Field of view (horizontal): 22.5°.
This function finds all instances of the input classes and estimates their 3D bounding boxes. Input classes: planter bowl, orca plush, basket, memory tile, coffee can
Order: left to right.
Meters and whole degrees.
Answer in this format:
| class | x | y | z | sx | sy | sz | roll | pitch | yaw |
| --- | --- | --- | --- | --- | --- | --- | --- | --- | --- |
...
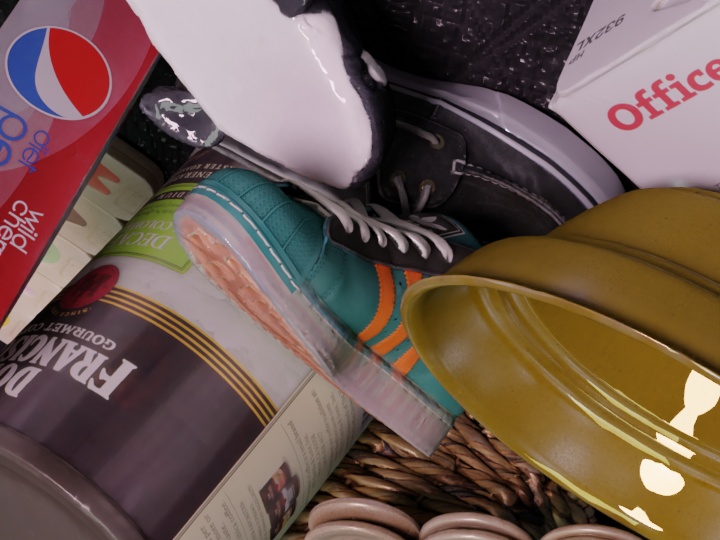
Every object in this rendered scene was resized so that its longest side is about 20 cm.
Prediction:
| class | x | y | z | sx | sy | sz | roll | pitch | yaw |
| --- | --- | --- | --- | --- | --- | --- | --- | --- | --- |
| coffee can | -0.077 | 0.056 | 0.793 | 0.145 | 0.200 | 0.147 | 26 | 143 | 21 |
| orca plush | -0.057 | -0.112 | 0.714 | 0.199 | 0.071 | 0.106 | 30 | 125 | 18 |
| basket | 0.034 | 0.174 | 0.894 | 0.142 | 0.149 | 0.201 | 32 | 153 | 31 |
| memory tile | 0.063 | 0.159 | 0.799 | 0.152 | 0.017 | 0.201 | 1 | 143 | 16 |
| planter bowl | 0.118 | 0.030 | 0.635 | 0.199 | 0.084 | 0.201 | 29 | 162 | 10 |

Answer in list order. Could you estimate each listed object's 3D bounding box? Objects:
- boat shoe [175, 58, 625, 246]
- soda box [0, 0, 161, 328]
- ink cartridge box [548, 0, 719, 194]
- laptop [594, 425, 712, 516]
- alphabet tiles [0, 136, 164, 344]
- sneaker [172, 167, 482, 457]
| class | x | y | z | sx | sy | sz | roll | pitch | yaw |
| --- | --- | --- | --- | --- | --- | --- | --- | --- | --- |
| boat shoe | 0.012 | -0.042 | 0.757 | 0.198 | 0.071 | 0.072 | 23 | 142 | 2 |
| soda box | -0.145 | -0.041 | 0.739 | 0.063 | 0.201 | 0.070 | 30 | 143 | -9 |
| ink cartridge box | 0.191 | -0.051 | 0.639 | 0.200 | 0.084 | 0.145 | 39 | 142 | -19 |
| laptop | 0.105 | 0.095 | 0.840 | 0.198 | 0.104 | 0.178 | -4 | 133 | 32 |
| alphabet tiles | -0.178 | -0.025 | 0.929 | 0.195 | 0.015 | 0.200 | 34 | 142 | -11 |
| sneaker | 0.000 | 0.000 | 0.689 | 0.071 | 0.080 | 0.200 | 34 | 174 | 32 |
